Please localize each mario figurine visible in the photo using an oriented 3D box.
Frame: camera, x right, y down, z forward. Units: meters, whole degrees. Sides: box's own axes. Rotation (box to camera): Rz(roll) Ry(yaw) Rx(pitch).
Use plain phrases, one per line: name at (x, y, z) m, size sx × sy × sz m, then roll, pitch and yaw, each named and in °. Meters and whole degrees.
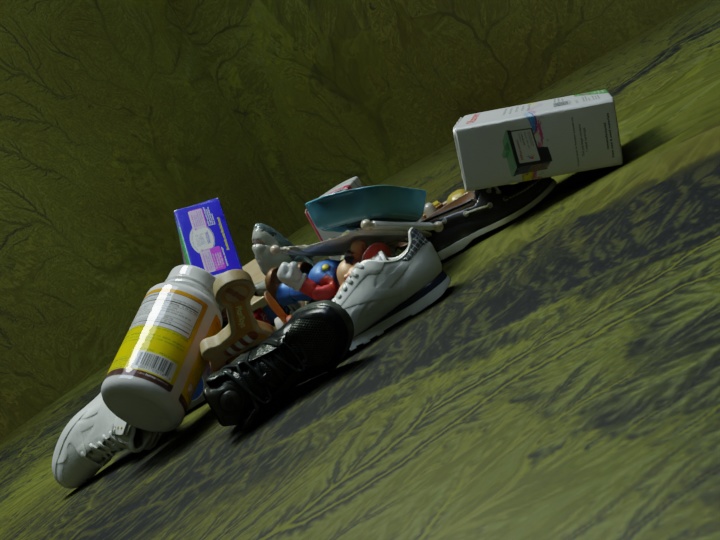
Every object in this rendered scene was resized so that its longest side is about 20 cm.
mario figurine at (-0.028, -0.005, 1.163) m, size 0.198 × 0.107 × 0.124 m, roll -4°, pitch 42°, yaw 42°

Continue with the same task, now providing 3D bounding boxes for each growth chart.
growth chart at (-0.002, -0.039, 1.188) m, size 0.143 × 0.018 × 0.198 m, roll 0°, pitch -10°, yaw -44°

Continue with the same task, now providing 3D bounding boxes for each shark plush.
shark plush at (-0.068, -0.006, 1.324) m, size 0.197 × 0.085 × 0.091 m, roll 12°, pitch -31°, yaw -29°

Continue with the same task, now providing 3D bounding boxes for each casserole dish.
casserole dish at (0.012, -0.076, 1.188) m, size 0.119 × 0.040 × 0.199 m, roll -12°, pitch -4°, yaw 26°

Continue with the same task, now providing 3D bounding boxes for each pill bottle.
pill bottle at (-0.243, 0.094, 1.177) m, size 0.108 × 0.109 × 0.202 m, roll -25°, pitch 35°, yaw 42°

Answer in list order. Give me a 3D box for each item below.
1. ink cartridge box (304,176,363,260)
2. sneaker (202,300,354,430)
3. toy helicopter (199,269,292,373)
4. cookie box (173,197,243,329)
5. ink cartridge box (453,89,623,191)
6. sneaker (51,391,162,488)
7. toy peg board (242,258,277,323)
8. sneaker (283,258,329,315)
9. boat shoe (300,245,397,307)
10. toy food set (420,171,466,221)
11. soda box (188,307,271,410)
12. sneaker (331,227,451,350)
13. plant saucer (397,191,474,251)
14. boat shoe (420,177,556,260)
ink cartridge box at (-0.013, -0.067, 1.521) m, size 0.082 × 0.148 × 0.200 m, roll -29°, pitch 8°, yaw 10°
sneaker at (-0.092, 0.108, 0.980) m, size 0.198 × 0.077 × 0.114 m, roll -31°, pitch 8°, yaw 32°
toy helicopter at (-0.126, 0.068, 1.084) m, size 0.130 × 0.080 × 0.202 m, roll -15°, pitch -39°, yaw -9°
cookie box at (-0.218, 0.023, 1.393) m, size 0.074 × 0.173 × 0.201 m, roll -15°, pitch -27°, yaw -13°
ink cartridge box at (0.227, -0.169, 1.189) m, size 0.196 × 0.086 × 0.145 m, roll -9°, pitch 13°, yaw 14°
sneaker at (-0.331, 0.222, 1.225) m, size 0.201 × 0.073 × 0.115 m, roll -54°, pitch 35°, yaw -1°
toy peg board at (-0.224, 0.088, 1.713) m, size 0.198 × 0.098 × 0.200 m, roll -32°, pitch 23°, yaw 6°
sneaker at (-0.073, 0.021, 1.482) m, size 0.111 × 0.074 × 0.200 m, roll -35°, pitch 6°, yaw -11°
boat shoe at (0.004, 0.005, 1.289) m, size 0.074 × 0.075 × 0.203 m, roll -17°, pitch 29°, yaw 52°
toy food set at (0.148, -0.131, 1.620) m, size 0.198 × 0.061 × 0.144 m, roll -31°, pitch 7°, yaw 5°
soda box at (-0.210, 0.135, 1.311) m, size 0.198 × 0.071 × 0.063 m, roll -31°, pitch 4°, yaw 9°
sneaker at (0.003, 0.034, 1.044) m, size 0.198 × 0.081 × 0.076 m, roll -33°, pitch 8°, yaw 4°
plant saucer at (0.143, -0.076, 1.373) m, size 0.199 × 0.035 × 0.200 m, roll -33°, pitch 7°, yaw 5°
boat shoe at (0.161, -0.082, 1.219) m, size 0.198 × 0.061 × 0.074 m, roll -30°, pitch 6°, yaw 14°
